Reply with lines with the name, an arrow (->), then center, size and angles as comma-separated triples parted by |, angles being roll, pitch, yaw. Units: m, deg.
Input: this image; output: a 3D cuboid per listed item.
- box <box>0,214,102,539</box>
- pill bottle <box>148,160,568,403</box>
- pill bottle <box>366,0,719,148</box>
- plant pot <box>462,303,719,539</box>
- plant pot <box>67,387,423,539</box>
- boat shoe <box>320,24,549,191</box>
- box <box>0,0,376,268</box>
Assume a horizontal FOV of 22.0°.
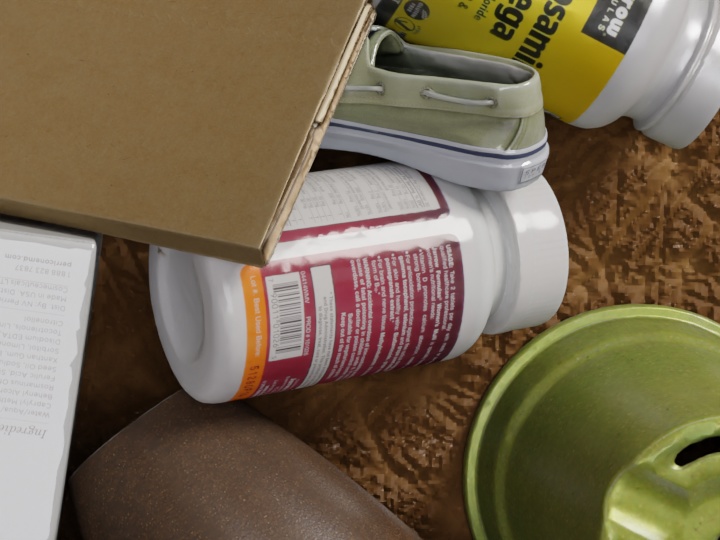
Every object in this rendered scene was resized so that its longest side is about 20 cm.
box -> -0.198, 0.070, 0.941 | 0.106, 0.152, 0.200 | 9, 93, -8
pill bottle -> 0.000, 0.000, 0.961 | 0.200, 0.110, 0.110 | -9, 96, -24
pill bottle -> 0.100, -0.145, 0.978 | 0.200, 0.112, 0.112 | 25, 91, -8
plant pot -> 0.167, 0.124, 0.972 | 0.200, 0.184, 0.200 | 0, 94, -6
plant pot -> -0.058, 0.163, 0.965 | 0.187, 0.187, 0.200 | -38, 83, -2
boat shoe -> 0.007, -0.097, 0.960 | 0.200, 0.072, 0.062 | 16, 122, 21
box -> -0.111, -0.089, 0.925 | 0.200, 0.021, 0.164 | 11, 60, 18
